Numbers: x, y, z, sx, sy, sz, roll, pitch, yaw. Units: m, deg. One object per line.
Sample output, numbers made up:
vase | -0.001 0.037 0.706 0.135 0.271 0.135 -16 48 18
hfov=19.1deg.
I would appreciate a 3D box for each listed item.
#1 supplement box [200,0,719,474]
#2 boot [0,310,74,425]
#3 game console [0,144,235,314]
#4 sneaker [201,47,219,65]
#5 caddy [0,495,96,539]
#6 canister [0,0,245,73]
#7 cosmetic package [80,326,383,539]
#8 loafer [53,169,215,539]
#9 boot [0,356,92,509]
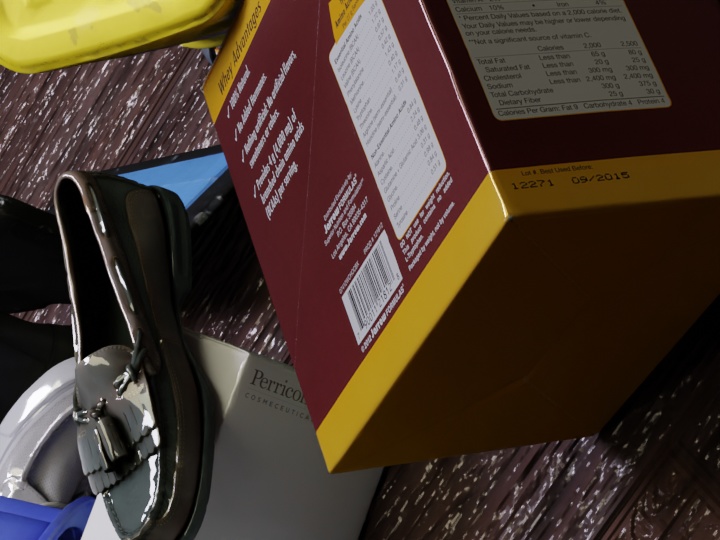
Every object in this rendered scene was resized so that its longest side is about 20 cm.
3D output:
supplement box | 0.046 -0.056 0.877 0.197 0.132 0.200 -58 45 51
boot | -0.241 0.082 1.238 0.200 0.138 0.078 -45 42 27
game console | -0.178 -0.042 1.193 0.200 0.176 0.117 -9 64 48
sneaker | -0.062 -0.140 1.185 0.200 0.078 0.080 15 77 51
caddy | -0.185 0.204 1.078 0.105 0.141 0.201 17 91 12
canister | -0.079 -0.151 1.018 0.148 0.200 0.087 -13 96 25
cosmetic package | -0.072 0.138 1.029 0.085 0.107 0.200 17 86 53
loafer | -0.115 0.040 0.992 0.072 0.063 0.200 -36 46 33
boot | -0.173 0.151 1.186 0.200 0.073 0.096 -61 43 22
